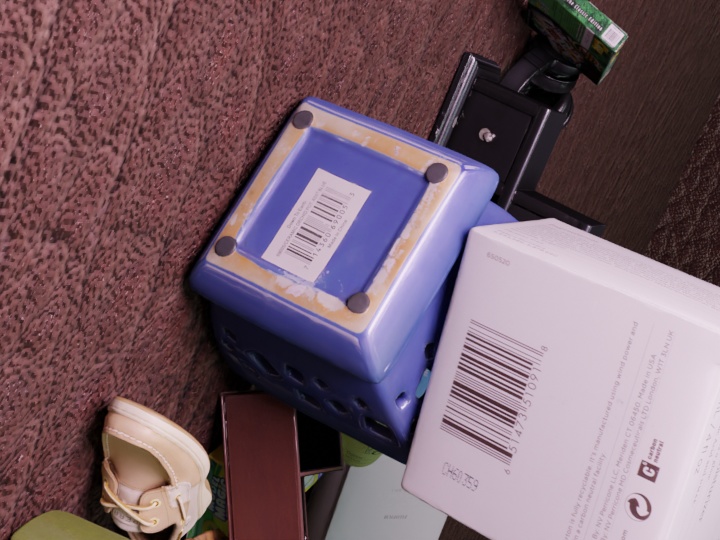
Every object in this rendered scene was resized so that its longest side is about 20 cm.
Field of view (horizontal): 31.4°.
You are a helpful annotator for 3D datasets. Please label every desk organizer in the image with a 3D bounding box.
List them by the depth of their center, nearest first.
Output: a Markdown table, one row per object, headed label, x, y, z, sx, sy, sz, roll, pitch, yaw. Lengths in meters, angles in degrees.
| label | x | y | z | sx | sy | sz | roll | pitch | yaw |
| --- | --- | --- | --- | --- | --- | --- | --- | --- | --- |
| desk organizer | -0.060 | 0.198 | 1.056 | 0.071 | 0.076 | 0.203 | 3 | 82 | -55 |

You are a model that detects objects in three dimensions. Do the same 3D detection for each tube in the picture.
| label | x | y | z | sx | sy | sz | roll | pitch | yaw |
| --- | --- | --- | --- | --- | --- | --- | --- | --- | --- |
| tube | 0.005 | 0.142 | 1.165 | 0.057 | 0.053 | 0.200 | -16 | 166 | -10 |

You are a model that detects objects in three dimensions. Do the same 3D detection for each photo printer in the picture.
| label | x | y | z | sx | sy | sz | roll | pitch | yaw |
| --- | --- | --- | --- | --- | --- | --- | --- | --- | --- |
| photo printer | 0.027 | 0.243 | 1.416 | 0.164 | 0.070 | 0.202 | 5 | 117 | -29 |

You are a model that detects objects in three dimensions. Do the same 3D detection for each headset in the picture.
| label | x | y | z | sx | sy | sz | roll | pitch | yaw |
| --- | --- | --- | --- | --- | --- | --- | --- | --- | --- |
| headset | 0.198 | -0.214 | 1.405 | 0.199 | 0.094 | 0.124 | -36 | 155 | -25 |

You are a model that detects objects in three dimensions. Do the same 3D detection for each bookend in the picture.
| label | x | y | z | sx | sy | sz | roll | pitch | yaw |
| --- | --- | --- | --- | --- | --- | --- | --- | --- | --- |
| bookend | 0.160 | -0.077 | 1.248 | 0.201 | 0.198 | 0.092 | -66 | 161 | 12 |

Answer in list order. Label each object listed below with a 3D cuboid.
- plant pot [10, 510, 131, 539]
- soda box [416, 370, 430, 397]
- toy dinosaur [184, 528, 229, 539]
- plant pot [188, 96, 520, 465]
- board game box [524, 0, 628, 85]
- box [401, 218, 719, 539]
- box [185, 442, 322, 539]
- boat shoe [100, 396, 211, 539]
| label | x | y | z | sx | sy | sz | roll | pitch | yaw |
| --- | --- | --- | --- | --- | --- | --- | --- | --- | --- |
| plant pot | -0.162 | 0.260 | 0.852 | 0.201 | 0.188 | 0.201 | -52 | 158 | -31 |
| soda box | 0.075 | 0.107 | 1.479 | 0.202 | 0.064 | 0.068 | -65 | 161 | 8 |
| toy dinosaur | -0.153 | 0.239 | 1.009 | 0.107 | 0.060 | 0.200 | -51 | 176 | 4 |
| plant pot | 0.000 | 0.000 | 0.944 | 0.201 | 0.198 | 0.180 | -58 | 154 | -15 |
| board game box | 0.206 | -0.235 | 1.241 | 0.023 | 0.105 | 0.200 | -45 | 176 | 4 |
| box | 0.158 | 0.092 | 0.875 | 0.130 | 0.198 | 0.202 | -8 | 117 | -54 |
| box | -0.091 | 0.185 | 1.168 | 0.200 | 0.048 | 0.119 | -37 | 147 | -50 |
| boat shoe | -0.152 | 0.158 | 0.923 | 0.070 | 0.073 | 0.201 | -60 | 163 | -25 |
